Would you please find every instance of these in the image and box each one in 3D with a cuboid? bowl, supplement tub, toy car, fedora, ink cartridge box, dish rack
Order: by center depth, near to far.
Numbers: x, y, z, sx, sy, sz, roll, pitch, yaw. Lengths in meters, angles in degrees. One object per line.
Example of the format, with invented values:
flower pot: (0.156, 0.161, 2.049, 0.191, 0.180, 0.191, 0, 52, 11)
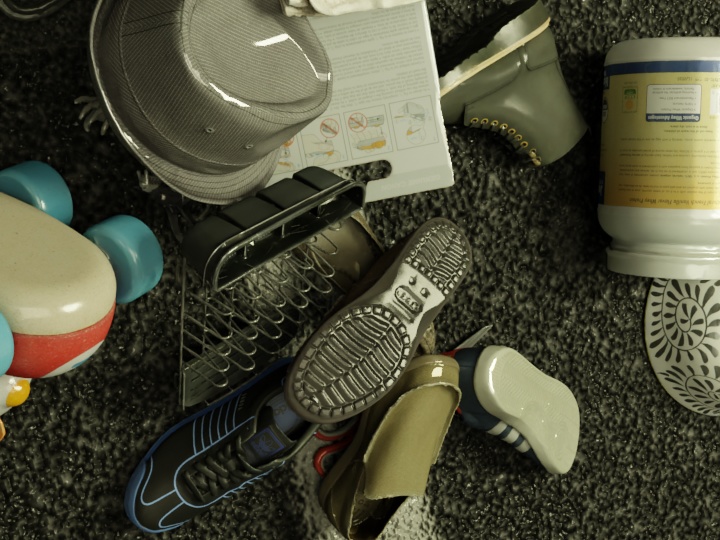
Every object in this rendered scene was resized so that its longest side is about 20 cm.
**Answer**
fedora: (-0.086, -0.139, 0.747, 0.199, 0.090, 0.179, 27, 66, -47)
toy car: (-0.266, 0.054, 0.788, 0.176, 0.184, 0.201, 29, 123, 17)
dish rack: (-0.075, 0.023, 0.836, 0.153, 0.054, 0.201, -30, 145, -38)
ink cartridge box: (-0.020, -0.156, 0.872, 0.161, 0.057, 0.202, -10, 106, 7)
supplement tub: (0.283, -0.098, 0.966, 0.143, 0.144, 0.202, -1, 97, -19)
bowl: (0.381, 0.051, 1.047, 0.199, 0.094, 0.203, -3, 98, -19)

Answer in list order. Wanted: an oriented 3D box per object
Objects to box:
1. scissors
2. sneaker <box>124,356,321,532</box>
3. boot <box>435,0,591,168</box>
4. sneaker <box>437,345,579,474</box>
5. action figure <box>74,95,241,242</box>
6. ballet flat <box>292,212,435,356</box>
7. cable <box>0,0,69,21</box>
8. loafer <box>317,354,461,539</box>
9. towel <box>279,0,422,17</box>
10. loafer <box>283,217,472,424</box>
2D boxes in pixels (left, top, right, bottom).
scissors: (0.042, 0.117, 0.978, 0.199, 0.014, 0.074, -24, 103, -17)
sneaker: (-0.105, 0.144, 0.892, 0.200, 0.078, 0.070, -40, 108, -11)
boot: (0.107, -0.124, 0.941, 0.199, 0.077, 0.139, -35, 111, -11)
sneaker: (0.129, 0.121, 0.981, 0.200, 0.084, 0.075, 46, 55, -43)
action figure: (-0.153, -0.121, 0.825, 0.102, 0.118, 0.202, -5, 91, -48)
ballet flat: (0.000, 0.000, 0.928, 0.067, 0.046, 0.200, -41, 108, -11)
cable: (-0.189, -0.256, 0.845, 0.200, 0.050, 0.097, -43, 126, 2)
loafer: (0.031, 0.153, 0.903, 0.075, 0.068, 0.201, 4, 129, -31)
towel: (0.023, -0.248, 0.744, 0.199, 0.034, 0.134, -19, 105, -29)
loafer: (0.012, 0.044, 0.874, 0.200, 0.071, 0.073, -45, 99, -22)
